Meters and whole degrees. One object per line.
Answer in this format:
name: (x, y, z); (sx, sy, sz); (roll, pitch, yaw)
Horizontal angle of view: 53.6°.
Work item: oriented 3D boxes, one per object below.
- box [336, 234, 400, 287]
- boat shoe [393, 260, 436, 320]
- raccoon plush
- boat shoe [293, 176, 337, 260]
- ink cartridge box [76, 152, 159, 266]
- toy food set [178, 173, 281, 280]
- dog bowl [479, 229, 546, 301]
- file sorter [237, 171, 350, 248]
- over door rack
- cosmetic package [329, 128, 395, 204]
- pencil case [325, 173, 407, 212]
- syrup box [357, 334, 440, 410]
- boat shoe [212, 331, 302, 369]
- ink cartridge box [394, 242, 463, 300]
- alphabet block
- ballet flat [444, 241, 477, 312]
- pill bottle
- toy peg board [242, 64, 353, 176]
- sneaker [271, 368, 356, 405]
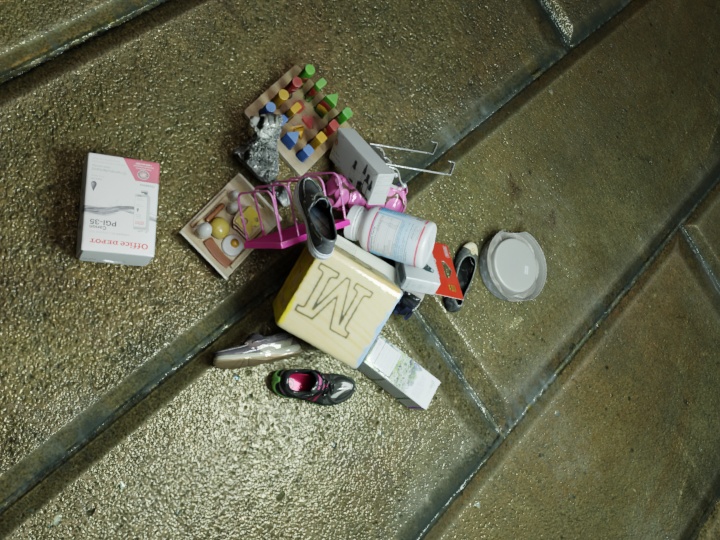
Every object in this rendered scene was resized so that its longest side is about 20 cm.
box: (0.000, 0.000, 1.684); (0.199, 0.068, 0.083); (31, 68, -19)
boat shoe: (0.127, 0.033, 1.751); (0.074, 0.093, 0.201); (29, 38, 0)
raccoon plush: (-0.194, -0.262, 1.616); (0.134, 0.097, 0.200); (-45, 131, -7)
boat shoe: (-0.085, -0.118, 1.416); (0.069, 0.066, 0.202); (8, 52, -25)
ink cartridge box: (-0.488, -0.121, 1.442); (0.145, 0.083, 0.203); (6, 77, -27)
toy food set: (-0.281, -0.097, 1.560); (0.144, 0.060, 0.200); (46, 63, -12)
dog bowl: (0.403, -0.010, 1.907); (0.198, 0.059, 0.203); (6, 77, -27)
file sorter: (-0.147, -0.134, 1.546); (0.199, 0.138, 0.127); (-22, 107, -41)
over door rack: (0.115, -0.261, 1.749); (0.197, 0.148, 0.067); (-5, 122, -14)
cosmetic package: (0.000, -0.241, 1.636); (0.050, 0.083, 0.200); (-3, 40, -35)
pencil case: (0.014, -0.181, 1.716); (0.198, 0.094, 0.092); (4, 59, -28)
syrup box: (0.083, 0.240, 1.670); (0.199, 0.081, 0.079); (39, 66, -16)
boat shoe: (-0.224, 0.167, 1.534); (0.198, 0.072, 0.066); (-6, 70, -25)
ink cartridge box: (0.164, -0.025, 1.728); (0.172, 0.044, 0.201); (11, 42, -20)
alphabet block: (-0.056, 0.061, 1.532); (0.199, 0.195, 0.198); (31, 93, -14)
ballet flat: (0.269, 0.017, 1.830); (0.066, 0.057, 0.202); (28, 68, -21)
pill bottle: (0.067, -0.084, 1.637); (0.198, 0.109, 0.110); (19, 66, 16)
toy peg board: (-0.133, -0.368, 1.675); (0.200, 0.098, 0.199); (47, 62, -11)
sneaker: (-0.096, 0.258, 1.570); (0.198, 0.084, 0.078); (7, 77, -26)
